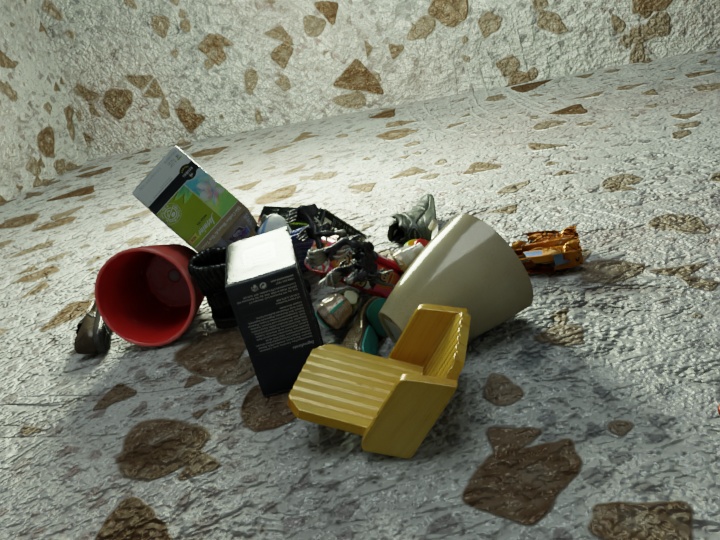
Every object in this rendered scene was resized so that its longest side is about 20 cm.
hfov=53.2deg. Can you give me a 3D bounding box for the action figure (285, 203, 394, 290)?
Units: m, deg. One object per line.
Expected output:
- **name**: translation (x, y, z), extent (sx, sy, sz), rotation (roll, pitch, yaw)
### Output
- **action figure**: translation (-0.038, -0.021, 1.155), extent (0.102, 0.119, 0.200), rotation (-39, 54, -16)

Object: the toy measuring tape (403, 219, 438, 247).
- **toy measuring tape**: translation (0.118, -0.050, 1.438), extent (0.073, 0.074, 0.200), rotation (-7, 36, 15)

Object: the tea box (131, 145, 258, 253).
- **tea box**: translation (-0.328, -0.119, 1.474), extent (0.134, 0.197, 0.200), rotation (-50, -6, -7)

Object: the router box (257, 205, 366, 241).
- **router box**: translation (-0.109, -0.084, 1.581), extent (0.200, 0.062, 0.150), rotation (7, -14, 41)

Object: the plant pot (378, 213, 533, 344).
- **plant pot**: translation (0.132, 0.043, 1.129), extent (0.200, 0.188, 0.187), rotation (-37, 28, -14)

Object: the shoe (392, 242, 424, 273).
- **shoe**: translation (0.116, -0.007, 1.266), extent (0.053, 0.070, 0.200), rotation (-46, -22, 7)

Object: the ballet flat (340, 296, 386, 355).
- **ballet flat**: translation (0.001, 0.104, 1.178), extent (0.065, 0.071, 0.200), rotation (-23, 14, 22)

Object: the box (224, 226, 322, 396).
- **box**: translation (-0.137, 0.062, 1.171), extent (0.117, 0.200, 0.197), rotation (-17, 22, -3)

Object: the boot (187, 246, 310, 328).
- **boot**: translation (-0.209, 0.015, 1.373), extent (0.211, 0.158, 0.079), rotation (-19, 35, -10)

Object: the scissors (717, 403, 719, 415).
- **scissors**: translation (0.519, 0.151, 0.824), extent (0.199, 0.014, 0.073), rotation (-14, 20, 3)

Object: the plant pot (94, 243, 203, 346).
- **plant pot**: translation (-0.398, 0.031, 1.436), extent (0.200, 0.201, 0.177), rotation (-10, 12, 10)

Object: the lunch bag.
- **lunch bag**: translation (0.000, 0.000, 1.325), extent (0.176, 0.082, 0.200), rotation (24, -1, -22)

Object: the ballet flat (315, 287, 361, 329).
- **ballet flat**: translation (-0.030, 0.062, 1.223), extent (0.067, 0.068, 0.200), rotation (-46, 1, 2)

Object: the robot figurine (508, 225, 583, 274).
- **robot figurine**: translation (0.306, -0.034, 1.334), extent (0.199, 0.058, 0.145), rotation (-7, 22, 14)

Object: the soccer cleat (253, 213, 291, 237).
- **soccer cleat**: translation (-0.210, -0.027, 1.521), extent (0.086, 0.200, 0.070), rotation (46, 29, 22)

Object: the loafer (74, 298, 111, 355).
- **loafer**: translation (-0.549, 0.108, 1.469), extent (0.071, 0.073, 0.200), rotation (-15, 22, -7)

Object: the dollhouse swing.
- **dollhouse swing**: translation (0.026, 0.119, 0.965), extent (0.176, 0.182, 0.200), rotation (27, 28, 0)

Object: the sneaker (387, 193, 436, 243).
- **sneaker**: translation (0.117, -0.118, 1.624), extent (0.114, 0.076, 0.200), rotation (-4, 29, 7)

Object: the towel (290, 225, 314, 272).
- **towel**: translation (-0.160, -0.020, 1.466), extent (0.145, 0.024, 0.200), rotation (-21, -20, -15)
